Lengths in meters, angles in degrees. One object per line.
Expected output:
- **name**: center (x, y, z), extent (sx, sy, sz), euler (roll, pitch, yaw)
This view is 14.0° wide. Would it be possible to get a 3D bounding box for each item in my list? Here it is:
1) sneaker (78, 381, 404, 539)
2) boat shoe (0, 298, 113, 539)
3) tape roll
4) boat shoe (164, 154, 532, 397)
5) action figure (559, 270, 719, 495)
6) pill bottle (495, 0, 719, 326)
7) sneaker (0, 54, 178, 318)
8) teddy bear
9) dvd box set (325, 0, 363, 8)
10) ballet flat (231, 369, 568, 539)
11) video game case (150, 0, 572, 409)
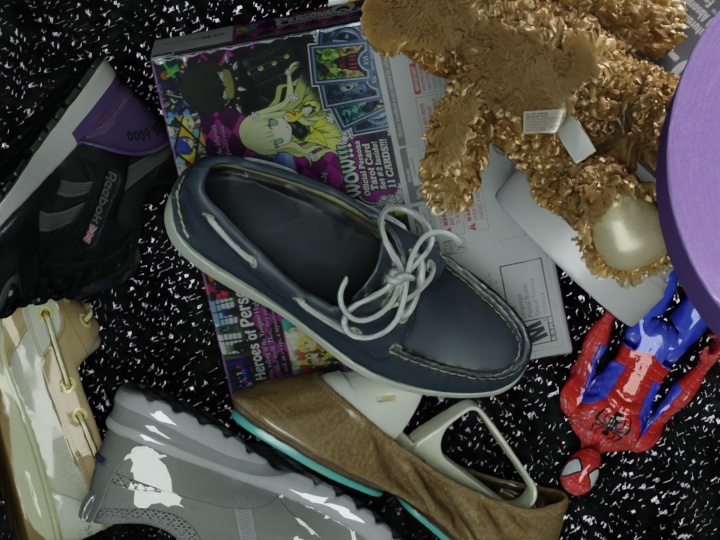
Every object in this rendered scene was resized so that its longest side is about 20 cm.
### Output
- **sneaker**: center (-0.054, 0.132, 1.501), extent (0.199, 0.075, 0.082), euler (29, 92, -15)
- **boat shoe**: center (-0.166, 0.042, 1.509), extent (0.066, 0.074, 0.201), euler (-13, 95, -16)
- **tape roll**: center (0.228, -0.042, 1.258), extent (0.199, 0.066, 0.202), euler (0, 82, 2)
- **boat shoe**: center (0.000, 0.000, 1.434), extent (0.199, 0.062, 0.075), euler (32, 72, -7)
- **action figure**: center (0.154, 0.028, 1.502), extent (0.065, 0.052, 0.201), euler (26, 103, -8)
- **pill bottle**: center (0.165, -0.077, 1.414), extent (0.116, 0.116, 0.200), euler (42, 96, -6)
- **sneaker**: center (-0.152, -0.012, 1.445), extent (0.088, 0.076, 0.200), euler (44, 57, -14)
- **teddy bear**: center (0.092, -0.079, 1.356), extent (0.199, 0.067, 0.146), euler (24, 91, 25)
- **dvd box set**: center (0.089, -0.167, 1.473), extent (0.199, 0.029, 0.147), euler (11, 101, 0)
- **ballet flat**: center (0.028, 0.091, 1.490), extent (0.199, 0.068, 0.073), euler (33, 98, -21)
- **video game case**: center (0.003, -0.036, 1.481), extent (0.180, 0.036, 0.201), euler (-11, 112, 4)
